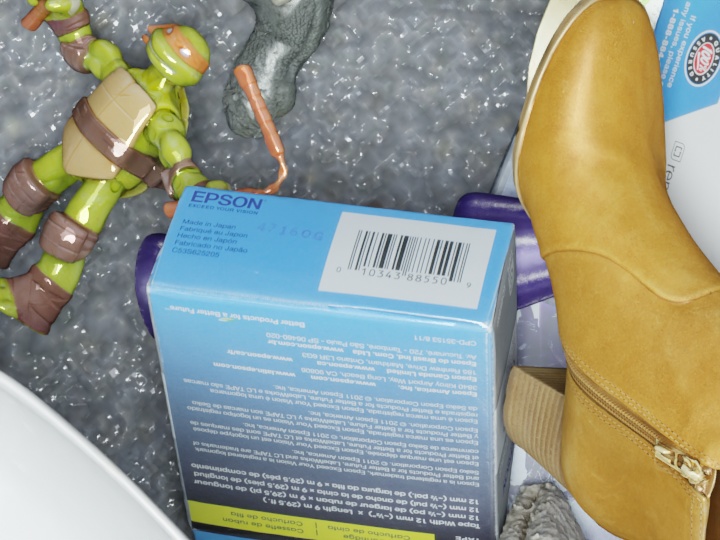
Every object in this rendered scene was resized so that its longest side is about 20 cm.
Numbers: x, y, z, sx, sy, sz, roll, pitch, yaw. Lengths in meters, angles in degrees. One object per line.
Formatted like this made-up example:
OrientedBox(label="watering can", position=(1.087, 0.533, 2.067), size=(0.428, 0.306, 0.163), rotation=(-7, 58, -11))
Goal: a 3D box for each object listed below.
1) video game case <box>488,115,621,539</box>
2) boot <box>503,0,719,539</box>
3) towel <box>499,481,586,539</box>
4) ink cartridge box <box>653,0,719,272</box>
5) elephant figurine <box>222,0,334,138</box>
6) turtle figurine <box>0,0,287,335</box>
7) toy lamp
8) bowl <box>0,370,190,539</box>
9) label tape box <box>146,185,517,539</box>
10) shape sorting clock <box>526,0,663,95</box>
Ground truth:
OrientedBox(label="video game case", position=(0.106, 0.033, 0.962), size=(0.142, 0.019, 0.201), rotation=(23, 97, 6))
OrientedBox(label="boot", position=(0.119, 0.006, 0.799), size=(0.070, 0.144, 0.203), rotation=(-3, 108, -33))
OrientedBox(label="towel", position=(0.091, 0.169, 0.869), size=(0.034, 0.200, 0.133), rotation=(-24, 97, 13))
OrientedBox(label="ink cartridge box", position=(0.198, -0.024, 0.841), size=(0.199, 0.084, 0.146), rotation=(24, 99, 44))
OrientedBox(label="elephant figurine", position=(-0.036, -0.190, 0.960), size=(0.200, 0.141, 0.156), rotation=(-36, 54, 16))
OrientedBox(label="turtle figurine", position=(-0.121, -0.062, 0.972), size=(0.161, 0.064, 0.200), rotation=(-47, 64, 11))
OrientedBox(label="toy lamp", position=(0.000, 0.000, 0.947), size=(0.199, 0.058, 0.059), rotation=(-7, 85, 22))
OrientedBox(label="bowl", position=(-0.136, 0.154, 0.761), size=(0.200, 0.075, 0.200), rotation=(43, 91, 9))
OrientedBox(label="label tape box", position=(-0.006, 0.061, 0.926), size=(0.142, 0.201, 0.066), rotation=(6, 49, 10))
OrientedBox(label="shape sorting clock", position=(0.175, -0.078, 0.970), size=(0.198, 0.039, 0.202), rotation=(1, 96, 9))
